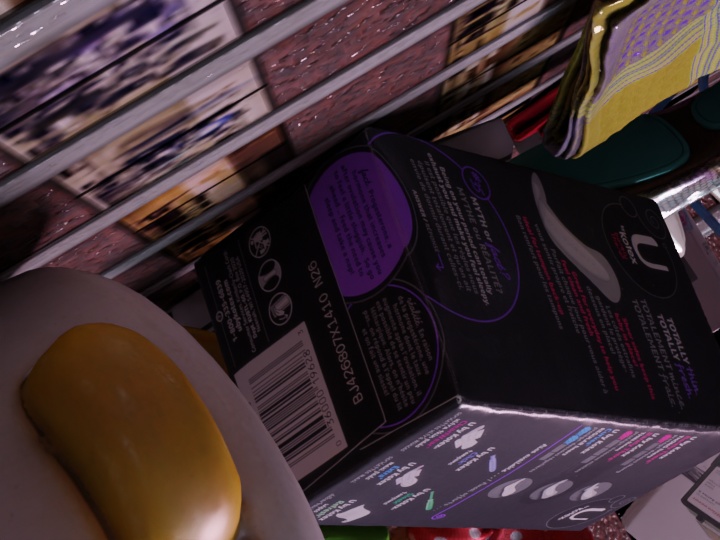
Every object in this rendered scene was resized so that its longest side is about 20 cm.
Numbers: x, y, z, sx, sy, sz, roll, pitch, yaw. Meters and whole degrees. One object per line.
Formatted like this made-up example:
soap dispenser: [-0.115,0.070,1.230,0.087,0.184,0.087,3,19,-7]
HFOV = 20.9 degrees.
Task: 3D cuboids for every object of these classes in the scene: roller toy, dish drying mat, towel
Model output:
roller toy: [-0.094,0.096,0.565,0.140,0.200,0.182,-29,-149,-31]
dish drying mat: [0.167,-0.120,1.064,0.200,0.018,0.077,-28,175,-38]
towel: [0.161,-0.114,0.763,0.200,0.023,0.144,-27,161,-14]

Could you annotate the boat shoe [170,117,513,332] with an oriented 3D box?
boat shoe: [-0.001,0.001,0.915,0.199,0.068,0.074,-32,177,23]

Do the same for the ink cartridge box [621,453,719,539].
ink cartridge box: [0.246,0.078,1.091,0.145,0.084,0.200,-44,168,-35]

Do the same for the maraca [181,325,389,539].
maraca: [-0.066,0.084,0.852,0.200,0.107,0.137,12,-150,26]

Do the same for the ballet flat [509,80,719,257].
ballet flat: [0.158,-0.050,0.917,0.200,0.071,0.069,-26,-146,-1]

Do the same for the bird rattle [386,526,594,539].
bird rattle: [0.010,0.117,0.945,0.200,0.163,0.113,-17,-148,24]

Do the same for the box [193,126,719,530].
box: [0.050,0.032,0.805,0.200,0.122,0.106,10,143,-46]

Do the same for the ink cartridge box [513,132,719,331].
ink cartridge box: [0.178,-0.010,1.203,0.067,0.200,0.117,-31,177,10]

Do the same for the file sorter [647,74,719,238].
file sorter: [0.262,-0.101,1.004,0.200,0.123,0.139,-42,-178,42]
